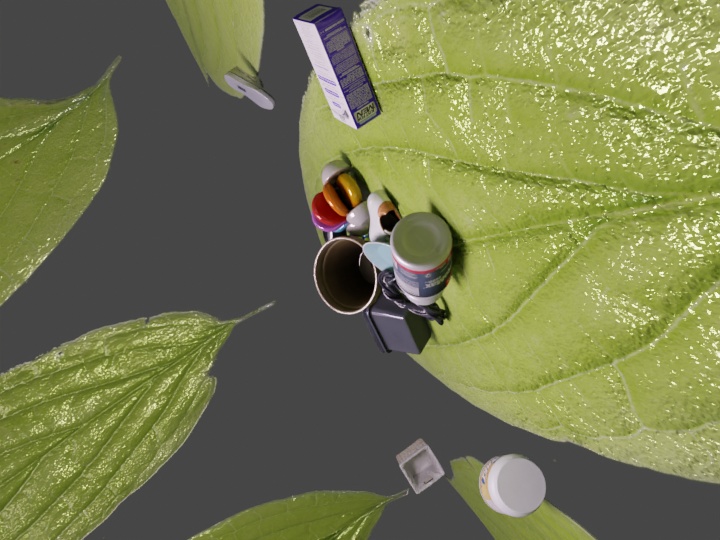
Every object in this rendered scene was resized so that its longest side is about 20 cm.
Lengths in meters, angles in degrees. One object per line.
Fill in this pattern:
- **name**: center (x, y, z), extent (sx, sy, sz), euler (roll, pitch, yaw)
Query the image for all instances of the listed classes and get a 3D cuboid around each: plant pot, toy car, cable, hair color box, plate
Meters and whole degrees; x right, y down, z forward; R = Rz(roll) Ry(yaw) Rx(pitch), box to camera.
- **plant pot**: center (0.000, 0.000, 1.708), extent (0.202, 0.199, 0.172), euler (55, -149, 10)
- **toy car**: center (-0.057, -0.164, 1.635), extent (0.177, 0.148, 0.200), euler (55, 171, 11)
- **cable**: center (0.125, 0.075, 1.562), extent (0.199, 0.051, 0.162), euler (38, 161, -17)
- **hair color box**: center (-0.041, -0.368, 1.154), extent (0.109, 0.064, 0.203), euler (44, 161, 54)
- **plate**: center (0.096, -0.019, 1.487), extent (0.197, 0.026, 0.201), euler (26, 164, 8)

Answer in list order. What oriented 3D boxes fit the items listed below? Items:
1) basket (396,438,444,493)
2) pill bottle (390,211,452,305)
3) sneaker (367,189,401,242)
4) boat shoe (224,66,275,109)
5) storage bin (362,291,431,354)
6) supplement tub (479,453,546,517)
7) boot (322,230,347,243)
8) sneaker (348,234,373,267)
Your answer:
- **basket**: center (0.320, 1.061, 3.487), extent (0.203, 0.196, 0.161), euler (58, 173, -9)
- **pill bottle**: center (0.123, -0.014, 1.262), extent (0.120, 0.118, 0.201), euler (53, 170, 26)
- **sneaker**: center (0.063, -0.087, 1.481), extent (0.085, 0.072, 0.202), euler (53, 168, 40)
- **boat shoe**: center (-0.341, -0.587, 2.034), extent (0.198, 0.066, 0.072), euler (32, 159, 19)
- **storage bin**: center (0.117, 0.141, 1.811), extent (0.132, 0.146, 0.202), euler (10, 139, 37)
- **supplement tub**: center (0.383, 0.540, 1.608), extent (0.146, 0.143, 0.201), euler (55, 170, 15)
- **boot**: center (-0.068, -0.150, 1.819), extent (0.162, 0.071, 0.204), euler (-172, 75, -79)
- **sneaker**: center (0.026, -0.037, 1.855), extent (0.201, 0.070, 0.083), euler (51, 163, 24)
